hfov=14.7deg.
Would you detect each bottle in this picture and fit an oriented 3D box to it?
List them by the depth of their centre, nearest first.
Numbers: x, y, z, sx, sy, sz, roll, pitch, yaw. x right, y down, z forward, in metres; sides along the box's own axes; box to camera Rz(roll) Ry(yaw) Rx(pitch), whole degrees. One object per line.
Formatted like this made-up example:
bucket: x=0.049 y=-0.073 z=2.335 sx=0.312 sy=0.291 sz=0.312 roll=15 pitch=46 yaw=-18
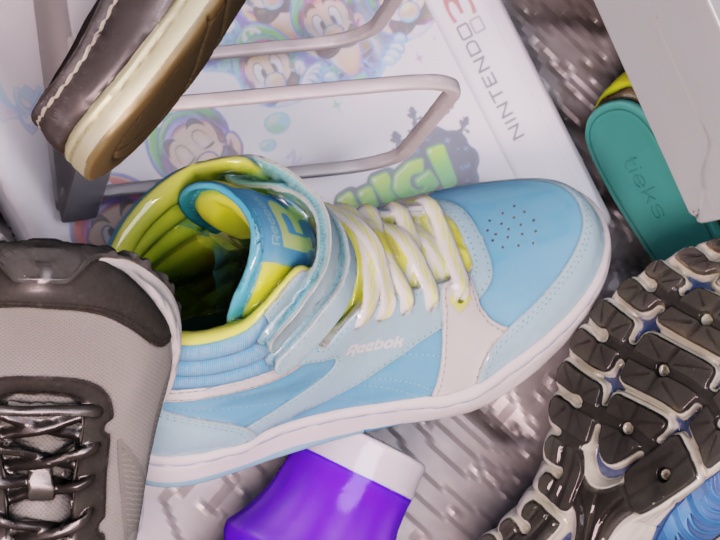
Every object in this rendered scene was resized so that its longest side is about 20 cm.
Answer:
bottle: x=-0.040 y=0.149 z=0.993 sx=0.083 sy=0.065 sz=0.200 roll=28 pitch=85 yaw=-11

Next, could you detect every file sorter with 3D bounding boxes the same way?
file sorter: x=-0.050 y=-0.133 z=0.929 sx=0.124 sy=0.139 sz=0.200 roll=-7 pitch=81 yaw=-11

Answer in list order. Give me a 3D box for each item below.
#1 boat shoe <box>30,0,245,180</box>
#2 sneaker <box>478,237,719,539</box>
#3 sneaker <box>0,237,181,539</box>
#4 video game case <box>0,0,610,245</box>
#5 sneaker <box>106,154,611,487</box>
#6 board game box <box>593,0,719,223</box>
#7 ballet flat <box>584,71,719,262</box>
boat shoe: x=-0.047 y=-0.122 z=0.820 sx=0.066 sy=0.072 sz=0.201 roll=32 pitch=77 yaw=-2
sneaker: x=0.108 y=0.073 z=1.009 sx=0.079 sy=0.089 sz=0.200 roll=43 pitch=111 yaw=30
sneaker: x=-0.095 y=0.063 z=0.869 sx=0.074 sy=0.200 sz=0.079 roll=2 pitch=50 yaw=-4
video game case: x=-0.033 y=-0.051 z=1.014 sx=0.200 sy=0.024 sz=0.182 roll=-29 pitch=97 yaw=-11
sneaker: x=0.000 y=0.000 z=0.937 sx=0.200 sy=0.131 sz=0.080 roll=-23 pitch=65 yaw=-14
board game box: x=0.178 y=-0.125 z=1.013 sx=0.200 sy=0.064 sz=0.148 roll=-29 pitch=98 yaw=-32
ballet flat: x=0.149 y=0.012 z=1.042 sx=0.067 sy=0.067 sz=0.200 roll=-27 pitch=96 yaw=-43
